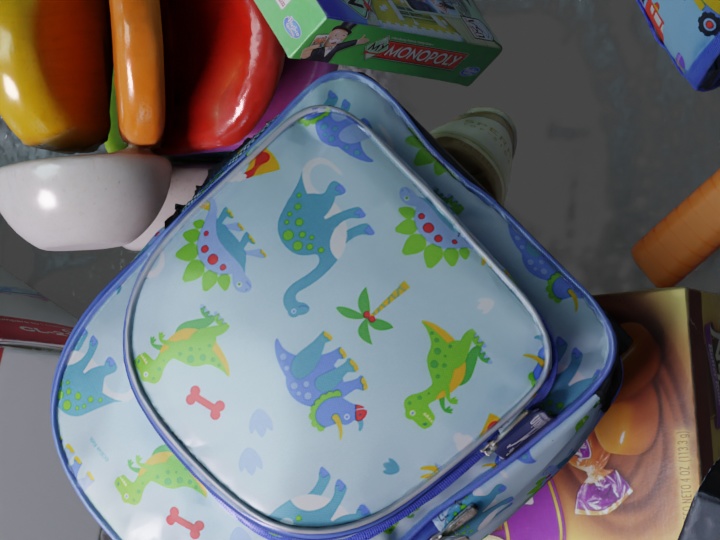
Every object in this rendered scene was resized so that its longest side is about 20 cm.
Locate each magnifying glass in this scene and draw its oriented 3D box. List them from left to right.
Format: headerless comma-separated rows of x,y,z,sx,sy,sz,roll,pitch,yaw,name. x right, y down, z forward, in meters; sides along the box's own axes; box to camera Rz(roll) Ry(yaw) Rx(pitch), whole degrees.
0.187,-0.060,0.948,0.080,0.022,0.200,51,124,8,magnifying glass

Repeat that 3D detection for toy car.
-0.086,-0.101,1.071,0.149,0.200,0.176,-7,88,20,toy car

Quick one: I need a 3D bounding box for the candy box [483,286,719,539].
0.059,0.075,1.002,0.199,0.056,0.117,-7,84,25,candy box

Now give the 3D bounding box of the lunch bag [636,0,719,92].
0.155,-0.183,0.954,0.200,0.094,0.151,-45,65,38,lunch bag

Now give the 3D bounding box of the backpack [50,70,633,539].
-0.018,0.041,0.905,0.200,0.147,0.183,-45,77,4,backpack

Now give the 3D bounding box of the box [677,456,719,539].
0.171,0.190,0.877,0.147,0.104,0.201,20,101,14,box

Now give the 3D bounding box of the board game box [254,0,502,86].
-0.029,-0.174,1.057,0.029,0.134,0.201,-44,64,28,board game box

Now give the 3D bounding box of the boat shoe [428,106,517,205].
-0.001,-0.002,1.083,0.073,0.063,0.201,41,123,-4,boat shoe

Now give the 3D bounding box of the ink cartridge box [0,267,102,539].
-0.203,0.080,1.179,0.200,0.082,0.147,28,106,56,ink cartridge box
